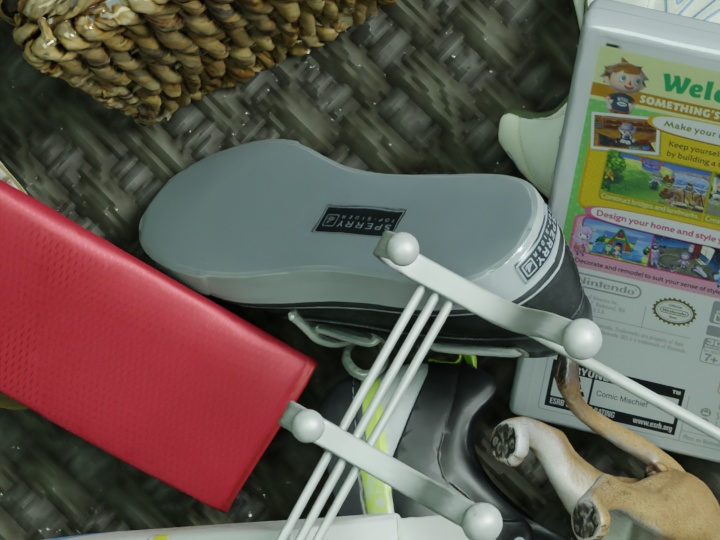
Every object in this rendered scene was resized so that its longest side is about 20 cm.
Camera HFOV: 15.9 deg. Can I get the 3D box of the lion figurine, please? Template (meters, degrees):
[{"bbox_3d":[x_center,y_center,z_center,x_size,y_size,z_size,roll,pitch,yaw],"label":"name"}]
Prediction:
[{"bbox_3d":[0.112,0.134,0.960,0.072,0.122,0.201,-7,77,49],"label":"lion figurine"}]

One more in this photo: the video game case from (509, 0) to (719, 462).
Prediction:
[{"bbox_3d":[0.165,0.001,0.942,0.199,0.022,0.183,13,128,6],"label":"video game case"}]

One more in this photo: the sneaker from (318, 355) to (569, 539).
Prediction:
[{"bbox_3d":[0.043,0.124,0.980,0.083,0.072,0.201,-14,85,3],"label":"sneaker"}]

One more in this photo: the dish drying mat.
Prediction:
[{"bbox_3d":[-0.120,0.015,0.982,0.200,0.018,0.077,30,114,-6],"label":"dish drying mat"}]

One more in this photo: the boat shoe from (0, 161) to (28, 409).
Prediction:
[{"bbox_3d":[-0.173,-0.038,1.018,0.074,0.066,0.200,-31,103,4],"label":"boat shoe"}]

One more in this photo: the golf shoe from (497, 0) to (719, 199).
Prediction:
[{"bbox_3d":[0.127,-0.107,0.986,0.097,0.078,0.200,32,89,14],"label":"golf shoe"}]

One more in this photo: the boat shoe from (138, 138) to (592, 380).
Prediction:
[{"bbox_3d":[0.001,-0.002,0.976,0.199,0.068,0.074,2,50,38],"label":"boat shoe"}]

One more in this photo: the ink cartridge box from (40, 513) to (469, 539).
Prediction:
[{"bbox_3d":[-0.045,0.150,0.945,0.199,0.068,0.116,-9,85,38],"label":"ink cartridge box"}]

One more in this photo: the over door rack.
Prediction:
[{"bbox_3d":[0.062,0.095,0.858,0.200,0.067,0.148,30,88,-1],"label":"over door rack"}]

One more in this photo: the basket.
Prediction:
[{"bbox_3d":[-0.067,-0.155,0.946,0.142,0.200,0.149,-25,83,6],"label":"basket"}]
